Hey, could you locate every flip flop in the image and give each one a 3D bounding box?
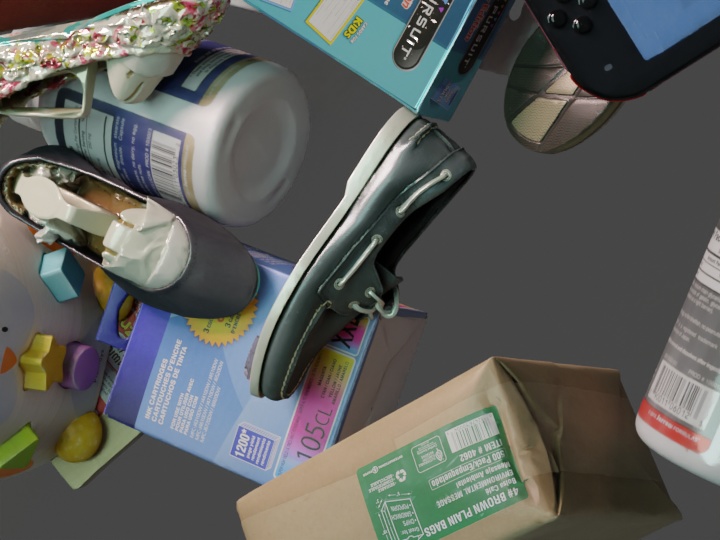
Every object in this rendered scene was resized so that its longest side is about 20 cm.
[{"bbox_3d":[0.165,-0.151,1.535,0.081,0.058,0.200,34,88,37],"label":"flip flop"}]

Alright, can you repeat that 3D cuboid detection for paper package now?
[{"bbox_3d":[0.058,0.142,1.493,0.200,0.191,0.104,-29,72,25],"label":"paper package"}]

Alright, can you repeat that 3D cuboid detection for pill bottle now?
[{"bbox_3d":[-0.142,-0.109,1.680,0.200,0.111,0.111,22,97,31],"label":"pill bottle"},{"bbox_3d":[0.244,0.024,1.434,0.116,0.116,0.200,27,100,30],"label":"pill bottle"}]

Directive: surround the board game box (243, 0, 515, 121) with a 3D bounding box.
[{"bbox_3d":[0.006,-0.206,1.556,0.200,0.047,0.151,35,103,26],"label":"board game box"}]

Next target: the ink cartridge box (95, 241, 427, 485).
[{"bbox_3d":[-0.075,0.057,1.638,0.200,0.076,0.137,21,94,28],"label":"ink cartridge box"}]

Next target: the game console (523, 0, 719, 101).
[{"bbox_3d":[0.175,-0.213,1.469,0.200,0.031,0.177,-32,96,-3],"label":"game console"}]

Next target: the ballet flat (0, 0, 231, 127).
[{"bbox_3d":[-0.168,-0.131,1.605,0.200,0.076,0.064,-11,88,23],"label":"ballet flat"}]

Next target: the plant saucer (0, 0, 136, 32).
[{"bbox_3d":[-0.211,-0.258,1.684,0.200,0.200,0.037,62,142,19],"label":"plant saucer"}]

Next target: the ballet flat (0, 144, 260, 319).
[{"bbox_3d":[-0.156,-0.025,1.610,0.200,0.073,0.073,29,101,29],"label":"ballet flat"}]

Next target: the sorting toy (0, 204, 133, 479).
[{"bbox_3d":[-0.238,0.054,1.642,0.107,0.180,0.200,13,92,17],"label":"sorting toy"}]

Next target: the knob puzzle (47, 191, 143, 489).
[{"bbox_3d":[-0.175,0.018,1.734,0.219,0.030,0.220,-1,87,17],"label":"knob puzzle"}]

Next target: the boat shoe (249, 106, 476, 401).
[{"bbox_3d":[0.000,0.000,1.531,0.062,0.073,0.200,31,95,10],"label":"boat shoe"}]

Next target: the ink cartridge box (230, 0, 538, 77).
[{"bbox_3d":[0.021,-0.200,1.614,0.200,0.067,0.116,18,95,31],"label":"ink cartridge box"}]
